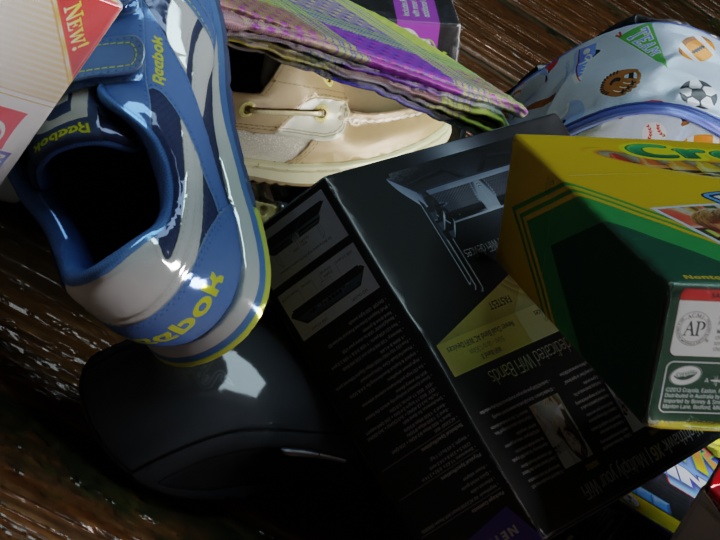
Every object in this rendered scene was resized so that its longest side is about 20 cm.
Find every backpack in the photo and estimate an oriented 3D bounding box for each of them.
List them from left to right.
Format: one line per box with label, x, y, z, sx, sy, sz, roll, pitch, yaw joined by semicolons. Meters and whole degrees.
backpack;0.157;-0.029;1.381;0.190;0.200;0.154;40;33;-20

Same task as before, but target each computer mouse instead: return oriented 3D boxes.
computer mouse;-0.027;0.021;1.048;0.200;0.046;0.141;3;52;-38

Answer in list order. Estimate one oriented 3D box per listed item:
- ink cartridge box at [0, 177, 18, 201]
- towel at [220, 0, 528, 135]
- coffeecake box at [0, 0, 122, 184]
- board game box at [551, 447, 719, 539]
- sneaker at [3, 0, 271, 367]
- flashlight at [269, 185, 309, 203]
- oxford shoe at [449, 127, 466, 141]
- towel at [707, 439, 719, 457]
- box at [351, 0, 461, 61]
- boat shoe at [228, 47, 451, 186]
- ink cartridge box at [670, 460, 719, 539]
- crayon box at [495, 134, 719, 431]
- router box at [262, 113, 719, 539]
ink cartridge box;-0.225;-0.134;1.078;0.175;0.084;0.200;15;28;-51
towel;-0.037;-0.108;1.128;0.200;0.023;0.144;14;16;-45
coffeecake box;-0.205;-0.073;0.884;0.200;0.154;0.073;15;28;-47
board game box;0.138;0.112;1.210;0.200;0.057;0.165;31;20;-16
sneaker;-0.092;-0.065;0.972;0.082;0.074;0.200;18;48;-57
flashlight;0.000;0.000;1.227;0.200;0.068;0.068;-120;-174;-60
oxford shoe;0.018;-0.095;1.425;0.200;0.073;0.085;-116;-169;-60
towel;0.092;0.016;1.249;0.086;0.018;0.200;19;21;-45
box;-0.054;-0.145;1.385;0.199;0.036;0.143;3;25;-6
boat shoe;-0.044;-0.080;1.213;0.200;0.067;0.074;-7;30;-30
ink cartridge box;0.202;0.123;1.028;0.200;0.176;0.084;-10;47;-41
crayon box;0.171;0.003;0.977;0.200;0.058;0.173;2;20;-16
router box;0.058;0.026;1.065;0.157;0.052;0.200;59;31;8
